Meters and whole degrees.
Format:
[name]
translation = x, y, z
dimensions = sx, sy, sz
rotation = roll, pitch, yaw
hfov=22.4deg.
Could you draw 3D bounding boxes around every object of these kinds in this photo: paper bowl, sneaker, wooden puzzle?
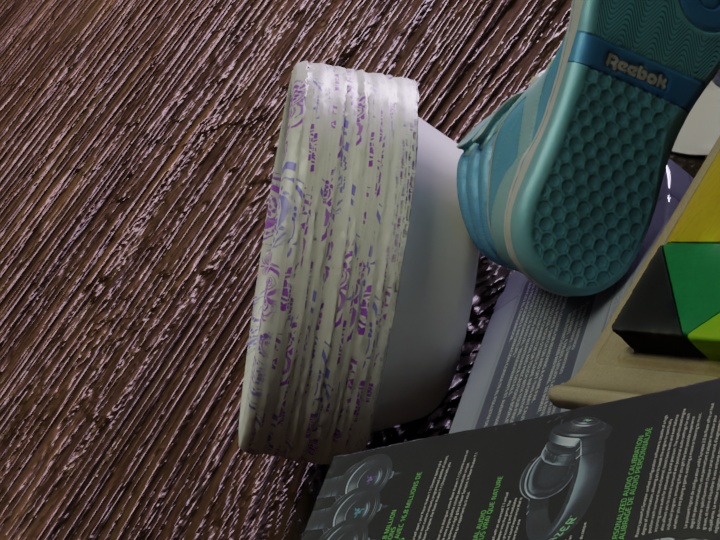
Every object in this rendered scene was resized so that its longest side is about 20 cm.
[paper bowl]
translation = 0.000, 0.000, 0.929
dimensions = 0.103, 0.202, 0.201
rotation = 8, 36, -6
[sneaker]
translation = 0.103, -0.087, 0.841
dimensions = 0.201, 0.079, 0.130
rotation = -63, 15, -6
[wooden puzzle]
translation = 0.173, -0.021, 0.677
dimensions = 0.200, 0.037, 0.185
rotation = -52, 25, -19

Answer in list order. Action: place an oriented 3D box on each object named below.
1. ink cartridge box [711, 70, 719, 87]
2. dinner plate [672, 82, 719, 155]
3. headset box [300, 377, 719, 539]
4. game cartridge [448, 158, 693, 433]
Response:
[ink cartridge box]
translation = 0.267, -0.147, 0.862
dimensions = 0.201, 0.117, 0.067
rotation = -54, -10, -24
[dinner plate]
translation = 0.232, -0.141, 0.996
dimensions = 0.199, 0.024, 0.201
rotation = -28, 33, 20
[headset box]
translation = 0.088, 0.139, 0.629
dimensions = 0.199, 0.174, 0.093
rotation = -14, 38, 36
[game cartridge]
translation = 0.098, 0.039, 0.815
dimensions = 0.133, 0.041, 0.201
rotation = -42, 16, 43
